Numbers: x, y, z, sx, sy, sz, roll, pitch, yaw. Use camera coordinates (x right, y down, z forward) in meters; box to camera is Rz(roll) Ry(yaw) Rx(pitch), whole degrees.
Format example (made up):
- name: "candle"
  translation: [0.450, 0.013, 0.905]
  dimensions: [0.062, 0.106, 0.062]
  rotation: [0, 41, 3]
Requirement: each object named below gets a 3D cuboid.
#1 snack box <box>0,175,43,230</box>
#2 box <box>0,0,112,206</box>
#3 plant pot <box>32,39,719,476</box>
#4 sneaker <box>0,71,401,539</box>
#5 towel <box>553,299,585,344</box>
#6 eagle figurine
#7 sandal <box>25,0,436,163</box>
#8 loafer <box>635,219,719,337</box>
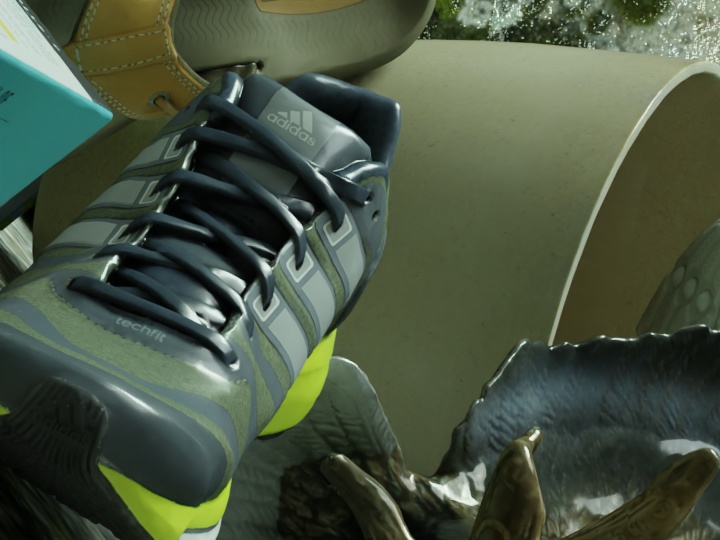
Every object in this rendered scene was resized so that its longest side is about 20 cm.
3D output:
- name: "snack box"
  translation: [-0.179, -0.122, 0.974]
  dimensions: [0.200, 0.053, 0.142]
  rotation: [52, 1, -30]
- name: "box"
  translation: [-0.123, -0.065, 0.670]
  dimensions: [0.082, 0.049, 0.200]
  rotation: [52, 4, 9]
- name: "plant pot"
  translation: [0.000, 0.000, 0.933]
  dimensions: [0.200, 0.188, 0.187]
  rotation: [16, -16, 22]
- name: "sneaker"
  translation: [-0.037, 0.000, 0.598]
  dimensions: [0.074, 0.081, 0.200]
  rotation: [29, 15, 1]
- name: "towel"
  translation: [0.031, 0.027, 1.085]
  dimensions: [0.166, 0.085, 0.200]
  rotation: [85, -21, -83]
- name: "eagle figurine"
  translation: [0.046, 0.093, 0.754]
  dimensions: [0.200, 0.151, 0.151]
  rotation: [-4, 91, -71]
- name: "sandal"
  translation: [-0.053, -0.073, 0.822]
  dimensions: [0.054, 0.200, 0.081]
  rotation: [20, -61, 54]
- name: "loafer"
  translation: [0.106, 0.082, 0.865]
  dimensions: [0.070, 0.200, 0.070]
  rotation: [9, 18, -13]
